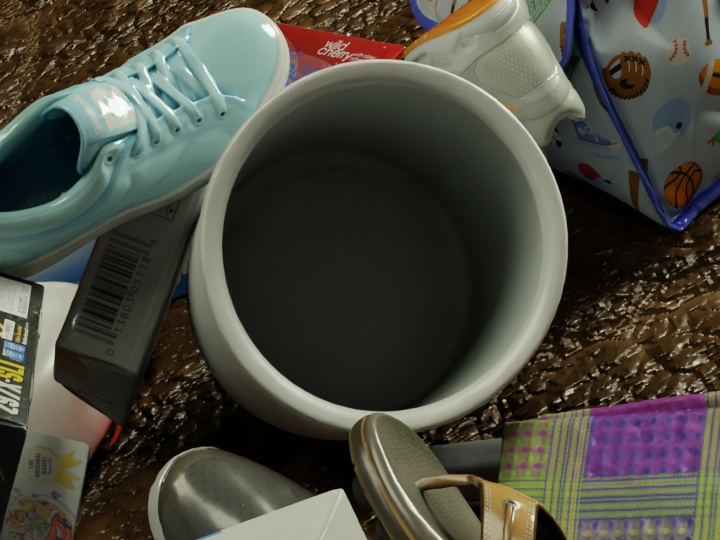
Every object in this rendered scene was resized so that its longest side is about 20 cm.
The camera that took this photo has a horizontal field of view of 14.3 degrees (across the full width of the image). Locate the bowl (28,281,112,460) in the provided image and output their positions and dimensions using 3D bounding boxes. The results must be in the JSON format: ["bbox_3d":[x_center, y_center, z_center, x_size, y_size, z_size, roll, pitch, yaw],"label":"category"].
[{"bbox_3d":[-0.238,0.082,1.622,0.199,0.075,0.200,-11,35,36],"label":"bowl"}]

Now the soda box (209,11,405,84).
[{"bbox_3d":[-0.040,-0.104,1.737,0.070,0.064,0.200,-44,34,-21],"label":"soda box"}]

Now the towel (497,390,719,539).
[{"bbox_3d":[0.143,0.123,1.237,0.199,0.023,0.144,-7,65,34],"label":"towel"}]

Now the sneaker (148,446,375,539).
[{"bbox_3d":[-0.004,0.136,1.235,0.200,0.082,0.077,38,58,10],"label":"sneaker"}]

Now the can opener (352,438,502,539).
[{"bbox_3d":[0.081,0.112,1.328,0.199,0.053,0.067,-9,35,34],"label":"can opener"}]

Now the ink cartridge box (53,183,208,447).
[{"bbox_3d":[-0.117,-0.004,1.515,0.200,0.050,0.163,127,163,-73],"label":"ink cartridge box"}]

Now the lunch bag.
[{"bbox_3d":[0.116,-0.138,1.518,0.124,0.201,0.170,-38,32,-15],"label":"lunch bag"}]

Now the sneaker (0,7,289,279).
[{"bbox_3d":[-0.115,-0.066,1.385,0.200,0.074,0.082,-39,-10,-12],"label":"sneaker"}]

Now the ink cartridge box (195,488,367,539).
[{"bbox_3d":[-0.032,0.217,1.150,0.128,0.201,0.125,-21,14,16],"label":"ink cartridge box"}]

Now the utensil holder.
[{"bbox_3d":[0.000,0.000,1.383,0.170,0.170,0.200,-36,-2,-9],"label":"utensil holder"}]

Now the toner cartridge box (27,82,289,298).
[{"bbox_3d":[-0.114,-0.034,1.669,0.199,0.095,0.043,-20,32,18],"label":"toner cartridge box"}]

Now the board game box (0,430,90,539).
[{"bbox_3d":[-0.167,0.193,1.314,0.034,0.135,0.201,14,52,-8],"label":"board game box"}]

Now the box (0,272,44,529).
[{"bbox_3d":[-0.195,0.120,1.338,0.049,0.201,0.160,13,22,-11],"label":"box"}]

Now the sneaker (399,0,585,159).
[{"bbox_3d":[0.051,-0.077,1.477,0.076,0.092,0.200,-37,2,-20],"label":"sneaker"}]

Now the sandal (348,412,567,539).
[{"bbox_3d":[0.068,0.130,1.219,0.055,0.082,0.200,-45,55,10],"label":"sandal"}]
